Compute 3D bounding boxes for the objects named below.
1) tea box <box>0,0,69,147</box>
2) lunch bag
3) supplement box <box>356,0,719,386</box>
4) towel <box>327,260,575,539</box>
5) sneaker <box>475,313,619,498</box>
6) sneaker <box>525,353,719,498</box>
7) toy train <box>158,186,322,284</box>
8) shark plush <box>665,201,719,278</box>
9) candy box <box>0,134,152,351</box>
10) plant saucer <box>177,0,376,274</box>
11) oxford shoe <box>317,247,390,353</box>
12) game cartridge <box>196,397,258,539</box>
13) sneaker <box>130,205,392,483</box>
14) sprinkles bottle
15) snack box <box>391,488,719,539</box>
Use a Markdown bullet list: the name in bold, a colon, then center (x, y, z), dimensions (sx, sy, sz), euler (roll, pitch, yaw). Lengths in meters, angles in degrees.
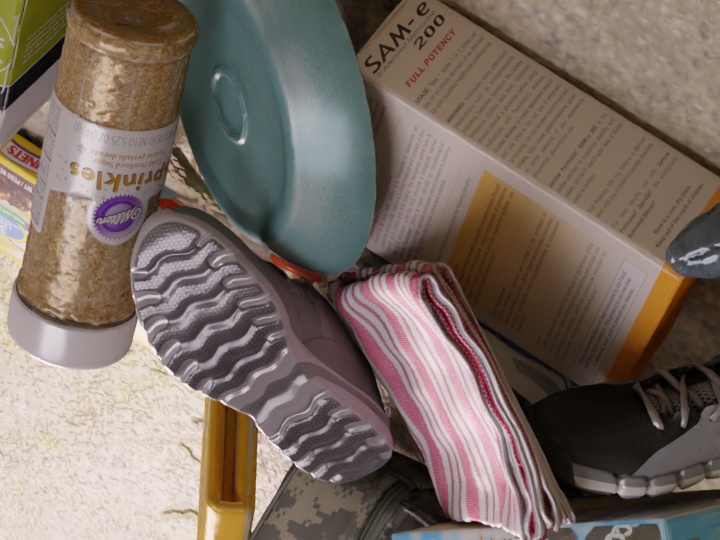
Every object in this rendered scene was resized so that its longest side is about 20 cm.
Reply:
- **tea box**: center (-0.222, -0.205, 1.422), dimensions (0.200, 0.134, 0.197), euler (35, 145, 9)
- **lunch bag**: center (0.025, 0.191, 1.579), dimensions (0.167, 0.140, 0.200), euler (28, -179, 12)
- **supplement box**: center (0.080, -0.037, 1.383), dimensions (0.200, 0.074, 0.126), euler (33, 145, 9)
- **towel**: center (0.039, 0.066, 1.367), dimensions (0.147, 0.030, 0.200), euler (64, 167, -5)
- **sneaker**: center (0.115, 0.072, 1.482), dimensions (0.075, 0.077, 0.200), euler (0, 148, 38)
- **sneaker**: center (0.181, 0.048, 1.330), dimensions (0.075, 0.199, 0.116), euler (-114, 32, -46)
- **toy train**: center (-0.084, -0.020, 1.546), dimensions (0.200, 0.150, 0.056), euler (32, 110, -1)
- **shark plush**: center (0.240, -0.023, 1.219), dimensions (0.199, 0.083, 0.091), euler (0, 98, 38)
- **candy box**: center (-0.176, -0.019, 1.687), dimensions (0.200, 0.026, 0.102), euler (32, 149, 11)
- **plant saucer**: center (-0.054, -0.090, 1.398), dimensions (0.200, 0.036, 0.201), euler (46, 145, 46)
- **oxford shoe**: center (0.000, 0.000, 1.490), dimensions (0.058, 0.075, 0.200), euler (-31, 106, 22)
- **game cartridge**: center (-0.084, 0.123, 1.641), dimensions (0.032, 0.177, 0.200), euler (5, 143, -6)
- **sneaker**: center (-0.057, 0.030, 1.435), dimensions (0.075, 0.082, 0.200), euler (-25, 128, 18)
- **sprinkles bottle**: center (-0.136, -0.047, 1.408), dimensions (0.068, 0.068, 0.201), euler (26, 122, 19)
- **snack box**: center (0.125, 0.141, 1.408), dimensions (0.200, 0.116, 0.037), euler (-9, 89, 48)
